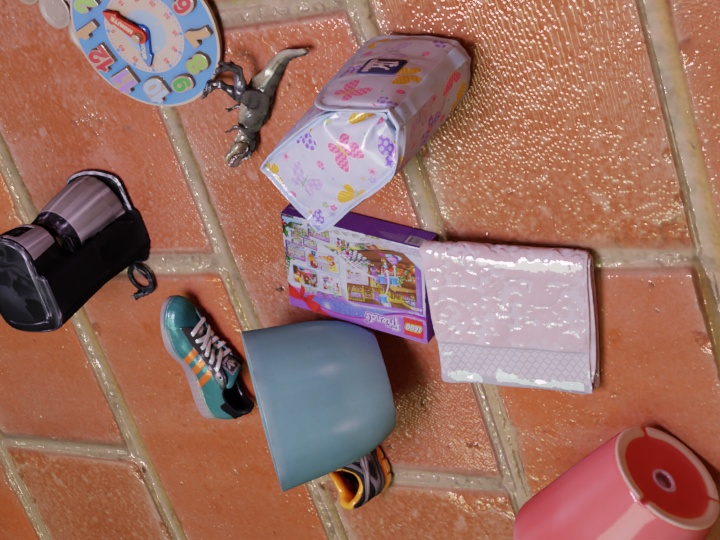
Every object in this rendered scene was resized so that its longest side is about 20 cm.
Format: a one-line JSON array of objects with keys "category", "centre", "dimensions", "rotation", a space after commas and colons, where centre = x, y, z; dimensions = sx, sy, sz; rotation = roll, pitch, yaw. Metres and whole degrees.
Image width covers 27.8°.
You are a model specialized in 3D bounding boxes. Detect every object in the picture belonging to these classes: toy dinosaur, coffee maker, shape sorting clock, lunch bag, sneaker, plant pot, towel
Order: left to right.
[{"category": "coffee maker", "centre": [-0.374, -0.005, 1.906], "dimensions": [0.193, 0.200, 0.134], "rotation": [52, 136, -9]}, {"category": "shape sorting clock", "centre": [-0.256, -0.282, 1.718], "dimensions": [0.198, 0.039, 0.202], "rotation": [16, 133, 18]}, {"category": "sneaker", "centre": [-0.202, 0.116, 1.973], "dimensions": [0.079, 0.072, 0.201], "rotation": [-3, 125, 31]}, {"category": "toy dinosaur", "centre": [-0.134, -0.208, 1.693], "dimensions": [0.087, 0.048, 0.201], "rotation": [23, 136, -11]}, {"category": "plant pot", "centre": [-0.046, 0.153, 1.792], "dimensions": [0.159, 0.201, 0.202], "rotation": [-14, 122, -7]}, {"category": "sneaker", "centre": [-0.026, 0.224, 1.917], "dimensions": [0.078, 0.077, 0.201], "rotation": [-13, 111, 43]}, {"category": "lunch bag", "centre": [0.013, -0.161, 1.537], "dimensions": [0.127, 0.170, 0.199], "rotation": [49, 139, -9]}, {"category": "towel", "centre": [0.172, 0.054, 1.661], "dimensions": [0.198, 0.032, 0.193], "rotation": [4, 124, 22]}, {"category": "plant pot", "centre": [0.302, 0.287, 1.661], "dimensions": [0.200, 0.200, 0.178], "rotation": [38, 127, 5]}]

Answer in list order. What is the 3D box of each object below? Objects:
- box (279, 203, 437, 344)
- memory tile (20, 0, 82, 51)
[{"category": "box", "centre": [0.000, 0.000, 1.758], "dimensions": [0.198, 0.039, 0.138], "rotation": [15, 128, 26]}, {"category": "memory tile", "centre": [-0.374, -0.368, 1.769], "dimensions": [0.199, 0.017, 0.154], "rotation": [40, 136, 3]}]
